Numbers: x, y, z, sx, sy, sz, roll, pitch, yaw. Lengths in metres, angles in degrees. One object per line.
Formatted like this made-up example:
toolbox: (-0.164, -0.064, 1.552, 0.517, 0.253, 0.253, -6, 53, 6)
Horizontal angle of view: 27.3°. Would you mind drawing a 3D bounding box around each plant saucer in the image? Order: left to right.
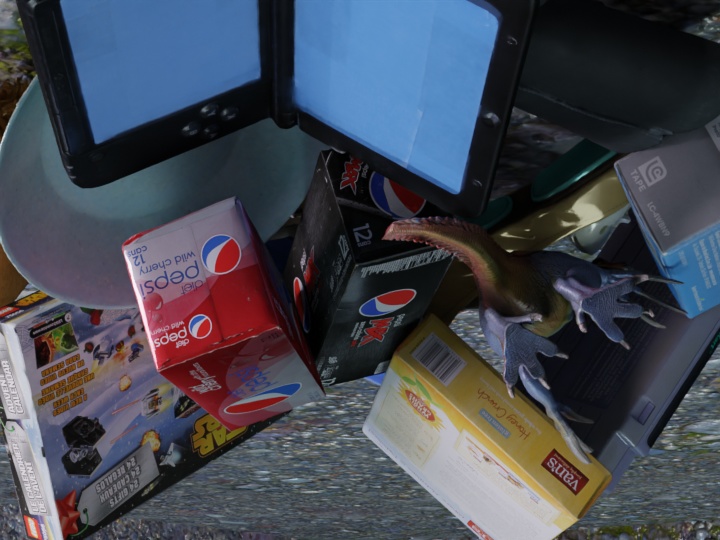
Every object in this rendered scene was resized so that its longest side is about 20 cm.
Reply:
plant saucer: (-0.100, -0.071, 0.758, 0.199, 0.039, 0.202, -24, 140, -22)

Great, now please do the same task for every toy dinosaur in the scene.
toy dinosaur: (0.103, 0.004, 0.796, 0.105, 0.200, 0.182, -39, -166, 6)

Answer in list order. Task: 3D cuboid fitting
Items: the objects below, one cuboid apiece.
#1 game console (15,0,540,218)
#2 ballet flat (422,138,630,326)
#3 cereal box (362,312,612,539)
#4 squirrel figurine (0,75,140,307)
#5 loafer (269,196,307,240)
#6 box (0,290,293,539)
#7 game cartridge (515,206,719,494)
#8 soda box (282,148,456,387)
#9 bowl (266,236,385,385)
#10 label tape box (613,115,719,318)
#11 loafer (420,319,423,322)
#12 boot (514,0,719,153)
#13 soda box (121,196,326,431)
game console: (-0.038, -0.077, 0.624, 0.174, 0.117, 0.200, -24, 158, -13)
ballet flat: (0.110, -0.027, 0.896, 0.199, 0.069, 0.063, -29, 107, 23)
cereal box: (0.072, 0.114, 0.937, 0.144, 0.040, 0.200, 42, 163, 8)
squirrel figurine: (-0.221, -0.065, 0.827, 0.198, 0.143, 0.187, -12, 154, -4)
loafer: (-0.025, -0.064, 0.887, 0.198, 0.076, 0.070, -1, 152, -30)
box: (-0.127, 0.059, 0.887, 0.040, 0.139, 0.199, 6, -157, 39)
game cartridge: (0.172, 0.044, 0.955, 0.038, 0.201, 0.129, 43, 166, -30)
soda box: (0.000, 0.000, 0.852, 0.063, 0.071, 0.200, -12, 159, -16)
bowl: (-0.043, 0.017, 1.051, 0.199, 0.040, 0.201, 32, 171, 6)
label tape box: (0.250, -0.061, 0.830, 0.199, 0.067, 0.143, -31, 157, 8)
loafer: (0.029, -0.010, 1.077, 0.070, 0.069, 0.201, -24, 154, 11)
boot: (0.104, -0.110, 0.685, 0.198, 0.066, 0.164, 19, 170, -32)
soda box: (-0.067, 0.031, 0.779, 0.063, 0.071, 0.200, -19, 164, 0)
